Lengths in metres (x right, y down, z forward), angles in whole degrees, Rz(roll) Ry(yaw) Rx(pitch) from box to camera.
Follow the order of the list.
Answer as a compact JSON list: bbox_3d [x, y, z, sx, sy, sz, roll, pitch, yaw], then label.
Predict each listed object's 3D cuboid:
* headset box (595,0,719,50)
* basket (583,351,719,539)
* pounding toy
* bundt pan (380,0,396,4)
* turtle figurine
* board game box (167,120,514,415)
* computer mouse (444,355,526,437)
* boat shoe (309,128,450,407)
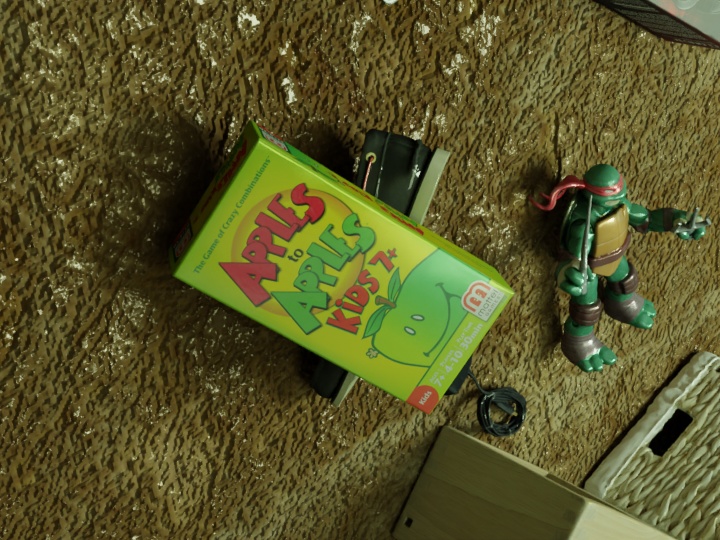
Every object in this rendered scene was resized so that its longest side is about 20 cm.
[{"bbox_3d":[0.248,-0.267,1.030,0.199,0.077,0.150,16,95,-42],"label":"headset box"},{"bbox_3d":[0.347,0.224,1.249,0.198,0.160,0.201,-44,128,-19],"label":"basket"},{"bbox_3d":[0.156,0.246,1.067,0.200,0.184,0.143,29,86,-44],"label":"pounding toy"},{"bbox_3d":[0.007,-0.270,0.812,0.201,0.076,0.203,-17,117,-37],"label":"bundt pan"},{"bbox_3d":[0.204,-0.017,1.071,0.149,0.101,0.201,-24,137,-16],"label":"turtle figurine"},{"bbox_3d":[-0.012,0.001,0.851,0.199,0.048,0.102,30,102,-21],"label":"board game box"},{"bbox_3d":[0.080,0.082,1.049,0.200,0.034,0.059,46,58,-47],"label":"computer mouse"},{"bbox_3d":[0.000,-0.001,0.924,0.074,0.063,0.202,-64,174,-70],"label":"boat shoe"}]
